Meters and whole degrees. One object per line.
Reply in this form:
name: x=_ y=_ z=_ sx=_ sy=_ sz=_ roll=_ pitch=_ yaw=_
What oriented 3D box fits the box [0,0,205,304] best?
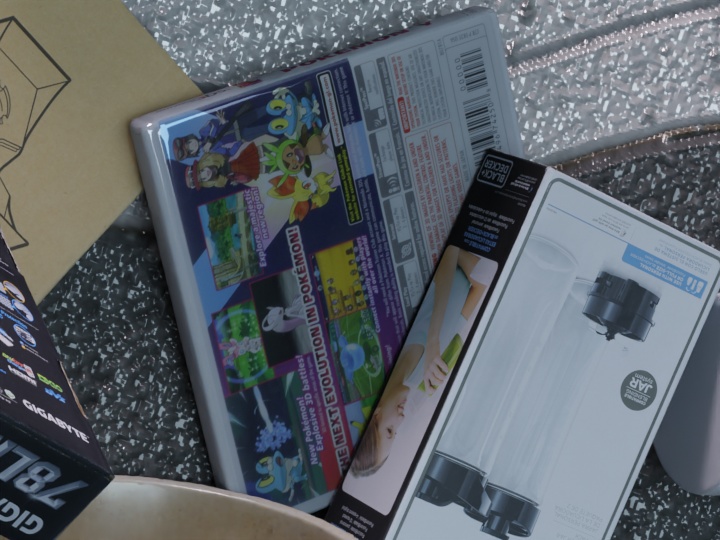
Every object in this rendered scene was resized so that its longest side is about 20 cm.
box: x=-0.179 y=-0.056 z=1.198 sx=0.200 sy=0.021 sz=0.164 roll=-48 pitch=111 yaw=-15

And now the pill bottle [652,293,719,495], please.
pill bottle: x=0.247 y=0.060 z=1.351 sx=0.199 sy=0.113 sz=0.114 roll=2 pitch=93 yaw=-25

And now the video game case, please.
video game case: x=0.000 y=0.000 z=1.273 sx=0.181 sy=0.023 sz=0.201 roll=-20 pitch=109 yaw=-22

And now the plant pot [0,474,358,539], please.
plant pot: x=-0.097 y=0.205 z=1.178 sx=0.199 sy=0.200 sz=0.185 roll=2 pitch=105 yaw=-25

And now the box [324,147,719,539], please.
box: x=0.076 y=0.060 z=1.277 sx=0.116 sy=0.060 sz=0.201 roll=25 pitch=89 yaw=-29

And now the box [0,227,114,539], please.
box: x=-0.200 y=-0.007 z=1.041 sx=0.050 sy=0.199 sz=0.200 roll=-46 pitch=133 yaw=11
